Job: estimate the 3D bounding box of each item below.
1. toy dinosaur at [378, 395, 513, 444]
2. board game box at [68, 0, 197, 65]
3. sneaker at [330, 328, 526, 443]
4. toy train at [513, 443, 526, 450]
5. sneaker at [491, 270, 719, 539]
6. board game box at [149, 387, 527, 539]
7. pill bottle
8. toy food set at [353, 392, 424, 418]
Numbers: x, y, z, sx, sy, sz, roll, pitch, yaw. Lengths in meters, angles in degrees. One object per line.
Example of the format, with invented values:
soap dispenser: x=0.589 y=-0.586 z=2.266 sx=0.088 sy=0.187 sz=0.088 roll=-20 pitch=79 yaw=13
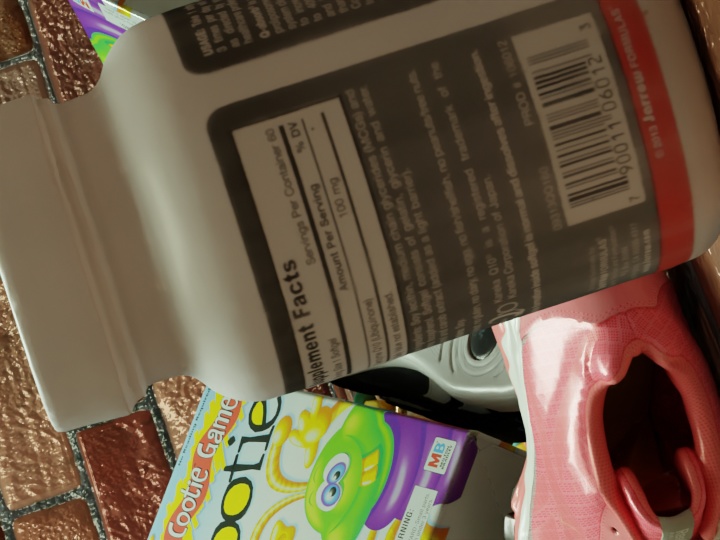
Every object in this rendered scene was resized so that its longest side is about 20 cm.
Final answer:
toy dinosaur: x=0.000 y=0.000 z=1.273 sx=0.200 sy=0.106 sz=0.060 roll=53 pitch=-146 yaw=-25
board game box: x=-0.049 y=-0.108 z=1.370 sx=0.103 sy=0.105 sz=0.200 roll=26 pitch=163 yaw=21
sneaker: x=0.066 y=0.028 z=1.161 sx=0.200 sy=0.112 sz=0.073 roll=4 pitch=76 yaw=55
toy train: x=0.050 y=0.040 z=1.448 sx=0.200 sy=0.056 sz=0.150 roll=-160 pitch=51 yaw=-85
sneaker: x=0.087 y=0.077 z=0.977 sx=0.087 sy=0.074 sz=0.200 roll=-117 pitch=9 yaw=-56
board game box: x=0.011 y=0.113 z=1.146 sx=0.200 sy=0.103 sz=0.105 roll=8 pitch=76 yaw=60
pill bottle: x=-0.006 y=-0.030 z=0.854 sx=0.116 sy=0.200 sz=0.116 roll=162 pitch=90 yaw=-86
toy food set: x=0.043 y=0.139 z=1.555 sx=0.200 sy=0.049 sz=0.198 roll=15 pitch=-110 yaw=-74
